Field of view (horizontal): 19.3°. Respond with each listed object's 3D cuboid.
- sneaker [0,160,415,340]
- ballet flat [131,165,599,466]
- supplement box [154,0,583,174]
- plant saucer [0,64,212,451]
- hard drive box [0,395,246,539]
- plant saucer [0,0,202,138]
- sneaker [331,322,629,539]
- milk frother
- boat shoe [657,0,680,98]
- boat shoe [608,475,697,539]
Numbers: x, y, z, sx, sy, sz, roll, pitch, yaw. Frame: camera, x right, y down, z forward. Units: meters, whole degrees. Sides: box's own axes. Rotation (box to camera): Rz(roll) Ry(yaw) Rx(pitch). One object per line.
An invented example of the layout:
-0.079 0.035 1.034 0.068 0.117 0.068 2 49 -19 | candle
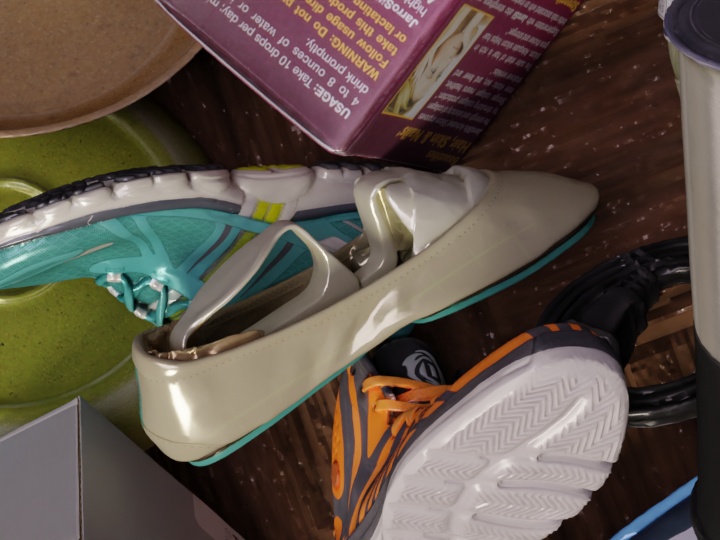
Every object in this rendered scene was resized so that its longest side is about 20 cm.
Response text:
-0.061 -0.002 0.832 0.200 0.077 0.080 -2 89 -23 | sneaker
0.000 0.000 0.800 0.200 0.069 0.070 -32 79 -14 | ballet flat
0.037 -0.146 0.816 0.103 0.131 0.200 41 102 16 | supplement box
-0.146 -0.008 0.874 0.200 0.031 0.200 3 68 -8 | plant saucer
-0.148 0.159 0.862 0.200 0.156 0.077 -26 43 17 | hard drive box
-0.146 -0.134 0.891 0.200 0.035 0.200 0 63 0 | plant saucer
0.030 0.058 0.807 0.200 0.077 0.112 -54 31 43 | sneaker
0.136 -0.016 0.729 0.200 0.181 0.188 5 119 24 | milk frother
0.213 -0.091 0.796 0.200 0.072 0.062 0 115 23 | boat shoe
0.126 0.128 0.808 0.200 0.084 0.069 -43 65 17 | boat shoe
